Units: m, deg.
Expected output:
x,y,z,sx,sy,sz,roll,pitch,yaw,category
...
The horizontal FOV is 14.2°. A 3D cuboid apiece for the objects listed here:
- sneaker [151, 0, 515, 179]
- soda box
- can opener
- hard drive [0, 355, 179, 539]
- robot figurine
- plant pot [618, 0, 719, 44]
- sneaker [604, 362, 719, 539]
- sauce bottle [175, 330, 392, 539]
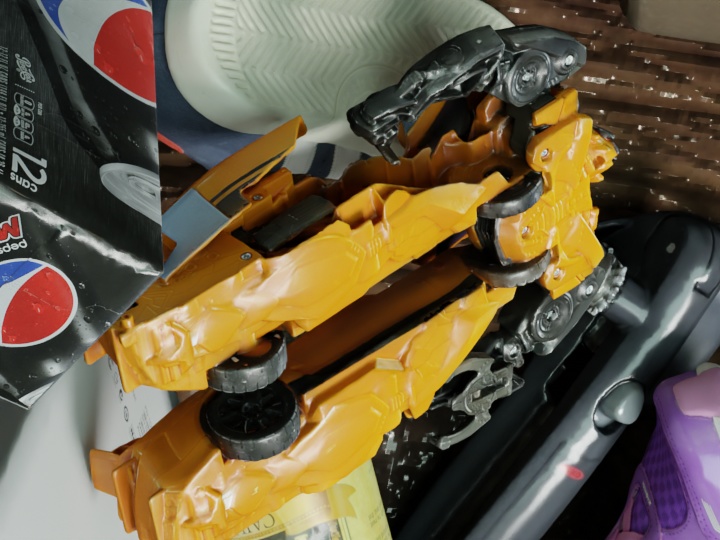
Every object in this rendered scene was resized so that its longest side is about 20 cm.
x,y,z,sx,sy,sz,roll,pitch,yaw,category
-0.014,-0.061,0.988,0.199,0.084,0.075,18,70,-47,sneaker
-0.105,-0.057,0.871,0.063,0.201,0.071,30,122,-28,soda box
0.072,0.061,1.063,0.078,0.063,0.200,36,94,-26,can opener
-0.089,0.085,0.939,0.026,0.200,0.133,-9,115,13,hard drive
0.000,0.000,0.914,0.200,0.058,0.146,-32,134,-27,robot figurine
0.169,-0.148,0.971,0.173,0.200,0.201,-6,113,2,plant pot
0.111,0.117,1.072,0.088,0.081,0.201,-8,137,-2,sneaker
-0.014,0.119,1.033,0.064,0.065,0.201,-19,103,-13,sauce bottle
